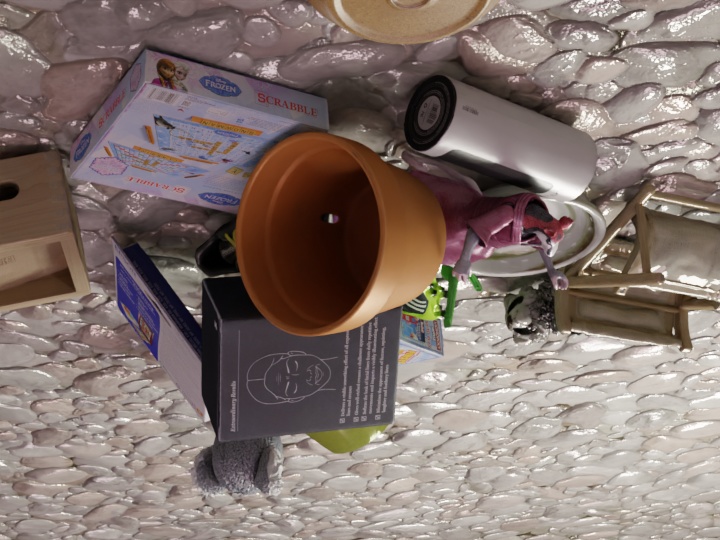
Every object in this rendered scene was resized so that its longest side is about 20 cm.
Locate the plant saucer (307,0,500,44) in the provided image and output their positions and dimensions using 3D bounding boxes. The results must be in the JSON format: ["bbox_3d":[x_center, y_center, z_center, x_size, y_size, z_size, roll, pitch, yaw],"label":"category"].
[{"bbox_3d":[0.043,-0.251,1.185,0.200,0.035,0.200,-3,154,-1],"label":"plant saucer"}]

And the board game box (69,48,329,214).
[{"bbox_3d":[-0.167,-0.134,1.392,0.200,0.041,0.200,12,150,-30],"label":"board game box"}]

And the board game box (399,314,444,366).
[{"bbox_3d":[0.002,0.092,1.854,0.200,0.062,0.200,14,149,-29],"label":"board game box"}]

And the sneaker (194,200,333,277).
[{"bbox_3d":[-0.108,-0.035,1.515,0.085,0.074,0.200,-33,-178,-43],"label":"sneaker"}]

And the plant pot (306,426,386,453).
[{"bbox_3d":[-0.047,0.116,1.660,0.187,0.187,0.200,-21,111,32],"label":"plant pot"}]

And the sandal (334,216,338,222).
[{"bbox_3d":[-0.003,0.005,1.559,0.050,0.082,0.203,-3,123,35],"label":"sandal"}]

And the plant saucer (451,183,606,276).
[{"bbox_3d":[0.181,-0.056,1.582,0.200,0.050,0.200,-2,153,-1],"label":"plant saucer"}]

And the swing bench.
[{"bbox_3d":[0.367,0.003,1.645,0.199,0.130,0.200,9,157,-25],"label":"swing bench"}]

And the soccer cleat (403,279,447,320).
[{"bbox_3d":[0.059,0.012,1.697,0.081,0.068,0.200,5,156,11],"label":"soccer cleat"}]

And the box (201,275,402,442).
[{"bbox_3d":[-0.067,0.089,1.485,0.200,0.107,0.149,-4,115,-17],"label":"box"}]

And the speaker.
[{"bbox_3d":[0.146,-0.132,1.391,0.200,0.081,0.081,16,148,-35],"label":"speaker"}]

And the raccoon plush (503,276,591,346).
[{"bbox_3d":[0.283,0.057,1.790,0.200,0.097,0.134,10,159,-26],"label":"raccoon plush"}]

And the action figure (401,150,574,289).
[{"bbox_3d":[0.143,-0.054,1.430,0.134,0.149,0.200,8,172,-44],"label":"action figure"}]

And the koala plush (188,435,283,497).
[{"bbox_3d":[-0.155,0.221,1.912,0.177,0.200,0.184,-2,156,33],"label":"koala plush"}]

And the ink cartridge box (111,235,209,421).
[{"bbox_3d":[-0.227,0.066,1.642,0.047,0.198,0.200,-31,163,-22],"label":"ink cartridge box"}]

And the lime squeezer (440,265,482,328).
[{"bbox_3d":[0.128,0.011,1.690,0.038,0.071,0.200,-21,-175,18],"label":"lime squeezer"}]

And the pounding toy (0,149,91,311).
[{"bbox_3d":[-0.407,-0.055,1.456,0.200,0.142,0.184,-11,156,-9],"label":"pounding toy"}]

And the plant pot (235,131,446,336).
[{"bbox_3d":[-0.007,-0.034,1.379,0.200,0.200,0.140,-26,162,39],"label":"plant pot"}]
